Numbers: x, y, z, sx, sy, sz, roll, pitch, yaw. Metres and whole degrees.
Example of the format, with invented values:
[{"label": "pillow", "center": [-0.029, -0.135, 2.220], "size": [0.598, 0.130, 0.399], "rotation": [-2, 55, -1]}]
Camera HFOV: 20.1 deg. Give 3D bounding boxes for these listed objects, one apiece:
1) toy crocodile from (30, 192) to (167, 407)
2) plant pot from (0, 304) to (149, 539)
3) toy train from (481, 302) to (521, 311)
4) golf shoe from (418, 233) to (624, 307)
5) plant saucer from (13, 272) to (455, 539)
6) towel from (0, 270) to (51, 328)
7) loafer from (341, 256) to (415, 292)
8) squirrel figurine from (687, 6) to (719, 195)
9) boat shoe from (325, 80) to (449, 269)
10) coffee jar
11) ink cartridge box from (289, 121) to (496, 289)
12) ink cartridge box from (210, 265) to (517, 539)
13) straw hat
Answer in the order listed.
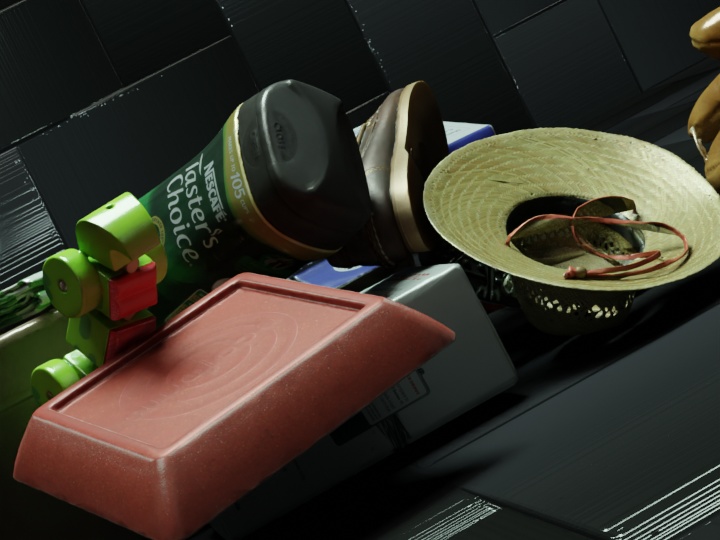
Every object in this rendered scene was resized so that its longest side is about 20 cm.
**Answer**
[{"label": "toy crocodile", "center": [-0.148, 0.039, 1.195], "size": [0.067, 0.062, 0.201], "rotation": [-24, -42, -40]}, {"label": "plant pot", "center": [-0.207, 0.120, 1.366], "size": [0.199, 0.176, 0.200], "rotation": [-28, 4, 2]}, {"label": "toy train", "center": [0.072, 0.036, 1.521], "size": [0.149, 0.056, 0.200], "rotation": [-23, 3, -24]}, {"label": "golf shoe", "center": [0.120, -0.005, 1.383], "size": [0.198, 0.078, 0.088], "rotation": [-2, -17, -28]}, {"label": "plant saucer", "center": [-0.079, 0.062, 1.110], "size": [0.199, 0.037, 0.199], "rotation": [-35, 23, -26]}, {"label": "towel", "center": [-0.237, 0.026, 1.385], "size": [0.199, 0.024, 0.152], "rotation": [-25, 3, 37]}, {"label": "loafer", "center": [0.000, 0.000, 1.458], "size": [0.072, 0.072, 0.200], "rotation": [-22, 3, 5]}, {"label": "squirrel figurine", "center": [0.310, -0.122, 1.362], "size": [0.199, 0.142, 0.187], "rotation": [-28, 10, 31]}, {"label": "boat shoe", "center": [0.015, -0.064, 1.332], "size": [0.070, 0.071, 0.200], "rotation": [-18, 21, 17]}, {"label": "coffee jar", "center": [-0.081, -0.027, 1.261], "size": [0.085, 0.105, 0.200], "rotation": [18, -43, -40]}, {"label": "ink cartridge box", "center": [-0.002, -0.053, 1.436], "size": [0.199, 0.041, 0.199], "rotation": [-28, 21, -27]}, {"label": "ink cartridge box", "center": [-0.021, 0.076, 1.247], "size": [0.199, 0.084, 0.147], "rotation": [-28, 5, -12]}, {"label": "straw hat", "center": [0.133, -0.006, 1.280], "size": [0.199, 0.086, 0.202], "rotation": [0, 32, 0]}]
